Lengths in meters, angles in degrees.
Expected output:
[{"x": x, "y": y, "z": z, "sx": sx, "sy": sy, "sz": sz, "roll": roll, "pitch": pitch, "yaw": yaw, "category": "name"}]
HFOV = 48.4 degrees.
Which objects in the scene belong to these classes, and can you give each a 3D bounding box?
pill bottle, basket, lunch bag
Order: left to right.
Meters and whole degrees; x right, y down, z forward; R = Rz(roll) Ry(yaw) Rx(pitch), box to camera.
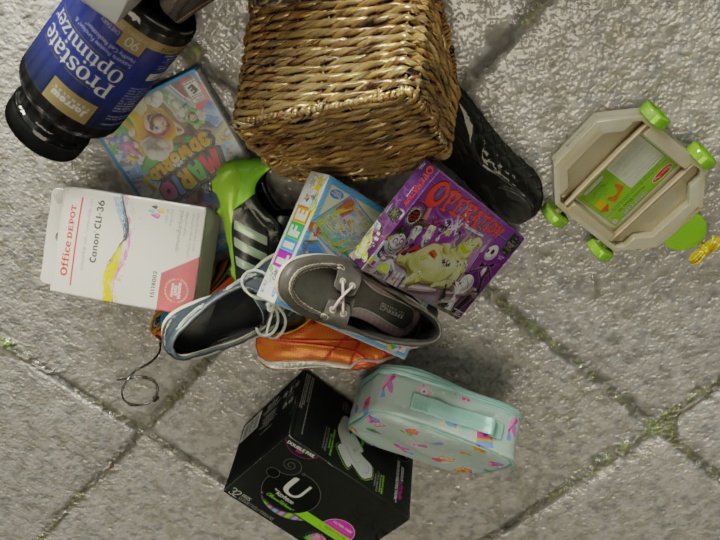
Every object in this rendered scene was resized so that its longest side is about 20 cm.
[{"x": -0.259, "y": -0.202, "z": 0.780, "sx": 0.112, "sy": 0.112, "sz": 0.200, "roll": 40, "pitch": 118, "yaw": -19, "category": "pill bottle"}, {"x": -0.006, "y": -0.181, "z": 0.773, "sx": 0.197, "sy": 0.151, "sz": 0.143, "roll": -6, "pitch": 156, "yaw": 24, "category": "basket"}, {"x": 0.094, "y": 0.182, "z": 0.975, "sx": 0.198, "sy": 0.078, "sz": 0.161, "roll": 20, "pitch": 154, "yaw": -8, "category": "lunch bag"}]

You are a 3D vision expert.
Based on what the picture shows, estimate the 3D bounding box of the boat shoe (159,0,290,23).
[{"x": -0.084, "y": -0.271, "z": 0.714, "sx": 0.199, "sy": 0.075, "sz": 0.074, "roll": -31, "pitch": 123, "yaw": 3, "category": "boat shoe"}]

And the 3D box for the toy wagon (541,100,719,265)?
[{"x": 0.295, "y": -0.078, "z": 0.843, "sx": 0.199, "sy": 0.040, "sz": 0.155, "roll": 33, "pitch": 121, "yaw": -16, "category": "toy wagon"}]

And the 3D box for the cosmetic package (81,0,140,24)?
[{"x": -0.197, "y": -0.295, "z": 0.659, "sx": 0.107, "sy": 0.201, "sz": 0.085, "roll": 32, "pitch": 123, "yaw": -18, "category": "cosmetic package"}]

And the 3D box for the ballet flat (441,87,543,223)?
[{"x": 0.117, "y": -0.131, "z": 0.831, "sx": 0.066, "sy": 0.057, "sz": 0.200, "roll": -29, "pitch": 110, "yaw": 39, "category": "ballet flat"}]

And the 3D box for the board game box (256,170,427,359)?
[{"x": 0.000, "y": 0.000, "z": 0.838, "sx": 0.199, "sy": 0.034, "sz": 0.136, "roll": 27, "pitch": 85, "yaw": -42, "category": "board game box"}]

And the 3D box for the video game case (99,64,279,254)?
[{"x": -0.188, "y": -0.109, "z": 0.889, "sx": 0.142, "sy": 0.018, "sz": 0.201, "roll": -20, "pitch": 119, "yaw": 17, "category": "video game case"}]

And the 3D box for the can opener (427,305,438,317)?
[{"x": -0.007, "y": 0.034, "z": 0.945, "sx": 0.198, "sy": 0.054, "sz": 0.067, "roll": 27, "pitch": 135, "yaw": -11, "category": "can opener"}]

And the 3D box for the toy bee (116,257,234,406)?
[{"x": -0.215, "y": 0.049, "z": 0.956, "sx": 0.198, "sy": 0.109, "sz": 0.132, "roll": -26, "pitch": 120, "yaw": -10, "category": "toy bee"}]

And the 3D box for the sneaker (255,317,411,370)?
[{"x": -0.028, "y": 0.078, "z": 0.962, "sx": 0.197, "sy": 0.073, "sz": 0.078, "roll": -1, "pitch": 97, "yaw": -4, "category": "sneaker"}]

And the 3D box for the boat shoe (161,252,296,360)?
[{"x": -0.111, "y": 0.034, "z": 0.824, "sx": 0.198, "sy": 0.062, "sz": 0.076, "roll": -22, "pitch": 107, "yaw": -14, "category": "boat shoe"}]

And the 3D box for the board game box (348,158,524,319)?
[{"x": 0.085, "y": -0.025, "z": 0.824, "sx": 0.121, "sy": 0.032, "sz": 0.199, "roll": -55, "pitch": 141, "yaw": 7, "category": "board game box"}]

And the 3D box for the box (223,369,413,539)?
[{"x": -0.049, "y": 0.262, "z": 1.051, "sx": 0.199, "sy": 0.125, "sz": 0.148, "roll": 38, "pitch": 120, "yaw": -16, "category": "box"}]

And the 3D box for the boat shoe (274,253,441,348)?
[{"x": 0.006, "y": 0.032, "z": 0.790, "sx": 0.199, "sy": 0.057, "sz": 0.068, "roll": 22, "pitch": 87, "yaw": -42, "category": "boat shoe"}]

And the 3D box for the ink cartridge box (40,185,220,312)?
[{"x": -0.263, "y": -0.024, "z": 0.873, "sx": 0.197, "sy": 0.067, "sz": 0.118, "roll": 8, "pitch": 91, "yaw": 5, "category": "ink cartridge box"}]

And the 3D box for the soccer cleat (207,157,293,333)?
[{"x": -0.105, "y": -0.023, "z": 0.871, "sx": 0.080, "sy": 0.068, "sz": 0.203, "roll": -9, "pitch": 108, "yaw": 8, "category": "soccer cleat"}]
